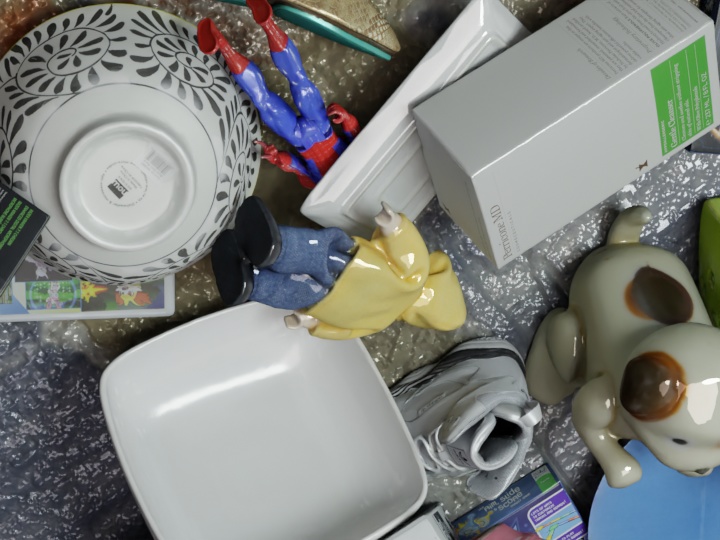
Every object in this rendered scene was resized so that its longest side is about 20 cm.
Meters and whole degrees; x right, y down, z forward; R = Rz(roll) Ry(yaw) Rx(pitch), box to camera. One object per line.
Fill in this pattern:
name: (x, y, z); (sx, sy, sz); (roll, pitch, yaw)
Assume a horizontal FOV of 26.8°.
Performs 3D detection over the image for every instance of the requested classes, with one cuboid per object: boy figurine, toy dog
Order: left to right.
boy figurine: (0.000, 0.000, 1.063); (0.199, 0.065, 0.125); (9, 132, -35)
toy dog: (0.226, 0.067, 1.101); (0.138, 0.200, 0.196); (8, 109, -15)

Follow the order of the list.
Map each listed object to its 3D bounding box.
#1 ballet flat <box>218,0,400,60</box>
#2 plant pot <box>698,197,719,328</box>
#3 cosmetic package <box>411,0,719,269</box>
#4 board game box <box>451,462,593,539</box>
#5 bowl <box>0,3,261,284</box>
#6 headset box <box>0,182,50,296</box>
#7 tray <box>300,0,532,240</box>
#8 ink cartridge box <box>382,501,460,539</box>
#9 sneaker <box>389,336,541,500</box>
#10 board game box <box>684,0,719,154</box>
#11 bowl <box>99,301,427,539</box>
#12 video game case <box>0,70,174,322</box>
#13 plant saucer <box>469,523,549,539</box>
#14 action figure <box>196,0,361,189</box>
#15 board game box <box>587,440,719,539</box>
ballet flat: (-0.057, -0.201, 1.019); (0.198, 0.070, 0.066); (16, 92, -20)
plant pot: (0.367, 0.063, 1.136); (0.197, 0.200, 0.183); (-2, 118, -11)
cosmetic package: (0.145, -0.107, 1.051); (0.199, 0.085, 0.108); (-34, 141, -7)
board game box: (0.104, 0.266, 1.240); (0.199, 0.034, 0.136); (-31, 113, 1)
bowl: (-0.158, -0.068, 1.008); (0.199, 0.094, 0.203); (-4, 112, -11)
headset box: (-0.321, -0.007, 0.972); (0.199, 0.093, 0.174); (36, 127, -13)
tray: (0.052, -0.096, 1.073); (0.200, 0.022, 0.107); (-49, 145, 9)
ink cartridge box: (0.024, 0.216, 1.123); (0.099, 0.200, 0.039); (-34, 83, 3)
sneaker: (0.047, 0.133, 1.136); (0.199, 0.115, 0.075); (-33, 113, 2)
board game box: (0.317, -0.183, 1.115); (0.134, 0.035, 0.202); (3, 110, -13)
bowl: (-0.074, 0.131, 1.079); (0.199, 0.201, 0.075); (-19, 156, -23)
video game case: (-0.230, -0.052, 1.061); (0.198, 0.022, 0.184); (-2, 110, -12)
plant saucer: (0.055, 0.248, 1.116); (0.200, 0.201, 0.051); (-34, 82, 2)
action figure: (-0.040, -0.102, 1.043); (0.065, 0.052, 0.200); (-31, 138, 8)
board game box: (0.274, 0.198, 1.245); (0.198, 0.039, 0.160); (-5, 108, -11)
